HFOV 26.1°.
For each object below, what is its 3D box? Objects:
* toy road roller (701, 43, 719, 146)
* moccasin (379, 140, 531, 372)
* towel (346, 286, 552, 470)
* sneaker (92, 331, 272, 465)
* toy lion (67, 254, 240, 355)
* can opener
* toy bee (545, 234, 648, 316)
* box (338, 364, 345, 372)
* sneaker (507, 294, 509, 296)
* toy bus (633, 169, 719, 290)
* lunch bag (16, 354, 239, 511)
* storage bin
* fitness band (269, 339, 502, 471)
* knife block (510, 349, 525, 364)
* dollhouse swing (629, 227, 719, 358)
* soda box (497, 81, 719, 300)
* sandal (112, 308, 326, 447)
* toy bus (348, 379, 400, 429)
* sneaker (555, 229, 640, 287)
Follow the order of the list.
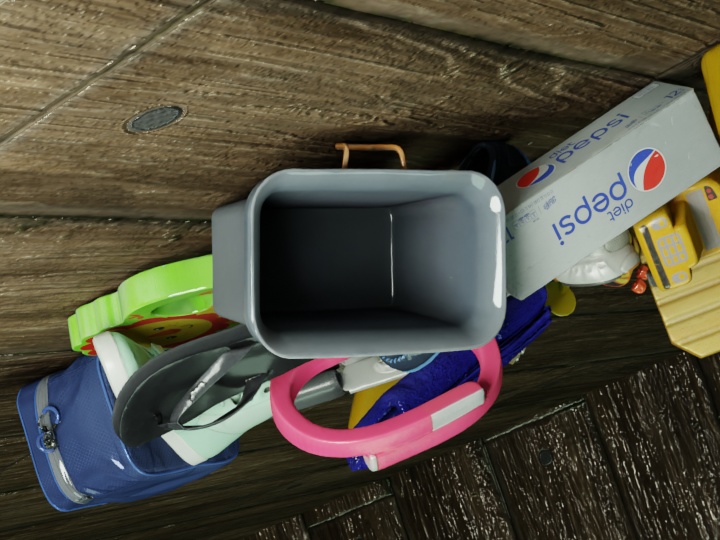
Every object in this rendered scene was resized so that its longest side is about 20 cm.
[{"bbox_3d":[0.352,-0.138,1.179,0.145,0.124,0.199,8,153,-42],"label":"toy road roller"},{"bbox_3d":[0.059,-0.017,1.230,0.068,0.080,0.202,21,96,-54],"label":"moccasin"},{"bbox_3d":[0.081,0.100,1.384,0.199,0.050,0.148,-35,168,-31],"label":"towel"},{"bbox_3d":[-0.135,0.081,1.277,0.118,0.074,0.201,-31,147,4],"label":"sneaker"},{"bbox_3d":[-0.150,0.031,1.285,0.190,0.069,0.200,-11,167,-2],"label":"toy lion"},{"bbox_3d":[-0.031,0.100,1.419,0.198,0.053,0.067,-16,147,3],"label":"can opener"},{"bbox_3d":[0.221,-0.009,1.498,0.131,0.109,0.200,-54,-158,-15],"label":"toy bee"},{"bbox_3d":[-0.042,0.055,1.509,0.081,0.069,0.200,-16,166,-7],"label":"box"},{"bbox_3d":[0.125,0.011,1.472,0.077,0.070,0.201,-19,147,-27],"label":"sneaker"},{"bbox_3d":[0.264,-0.055,1.285,0.078,0.066,0.200,-20,-163,15],"label":"toy bus"},{"bbox_3d":[-0.230,0.150,1.474,0.132,0.137,0.199,-27,165,30],"label":"lunch bag"},{"bbox_3d":[-0.014,-0.017,1.117,0.198,0.147,0.134,-2,-178,-28],"label":"storage bin"},{"bbox_3d":[0.023,0.090,1.270,0.198,0.144,0.038,-22,131,-19],"label":"fitness band"},{"bbox_3d":[0.107,0.015,1.623,0.201,0.174,0.064,-63,177,-12],"label":"knife block"},{"bbox_3d":[0.367,-0.033,1.451,0.174,0.202,0.182,-17,168,-7],"label":"dollhouse swing"},{"bbox_3d":[0.175,-0.063,1.183,0.199,0.069,0.063,-34,-160,-9],"label":"soda box"},{"bbox_3d":[-0.103,0.081,1.201,0.199,0.043,0.076,-28,142,-2],"label":"sandal"},{"bbox_3d":[0.034,0.077,1.515,0.064,0.079,0.201,12,136,0],"label":"toy bus"},{"bbox_3d":[0.148,-0.035,1.363,0.198,0.093,0.076,-6,-167,33],"label":"sneaker"}]
